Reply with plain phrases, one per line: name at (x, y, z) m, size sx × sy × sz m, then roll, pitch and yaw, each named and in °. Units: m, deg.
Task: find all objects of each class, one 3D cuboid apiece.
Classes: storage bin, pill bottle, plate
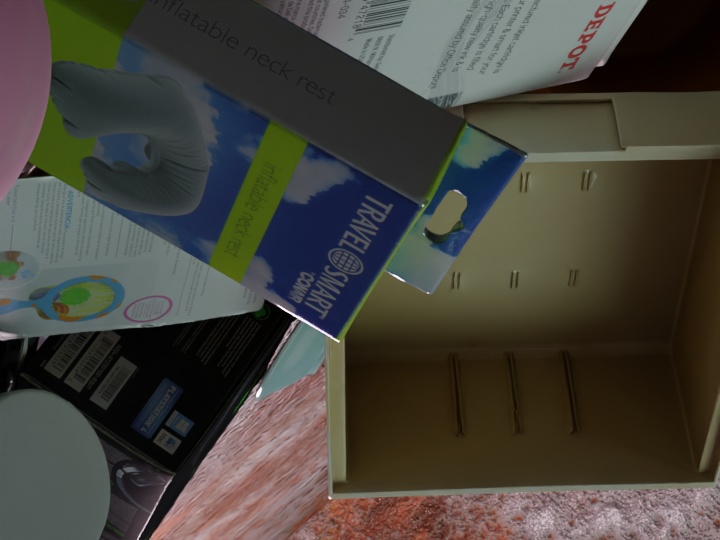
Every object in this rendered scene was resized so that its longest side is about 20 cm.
storage bin at (0.082, 0.014, 0.801) m, size 0.199 × 0.094 × 0.199 m, roll -1°, pitch 138°, yaw -1°
pill bottle at (-0.214, 0.113, 0.778) m, size 0.199 × 0.112 × 0.111 m, roll -16°, pitch -175°, yaw 38°
plate at (0.000, 0.000, 1.001) m, size 0.201 × 0.026 × 0.200 m, roll -56°, pitch 180°, yaw -1°

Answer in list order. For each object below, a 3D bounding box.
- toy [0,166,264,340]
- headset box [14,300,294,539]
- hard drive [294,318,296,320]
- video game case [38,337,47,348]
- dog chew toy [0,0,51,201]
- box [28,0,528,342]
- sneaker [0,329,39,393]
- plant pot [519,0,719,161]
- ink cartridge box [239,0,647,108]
toy at (-0.132, -0.019, 0.728) m, size 0.199 × 0.047 × 0.115 m, roll -9°, pitch 148°, yaw -23°
headset box at (-0.111, 0.057, 0.899) m, size 0.174 × 0.093 × 0.200 m, roll -56°, pitch 179°, yaw -33°
hard drive at (-0.009, -0.033, 1.113) m, size 0.140 × 0.033 × 0.200 m, roll -55°, pitch 174°, yaw 12°
video game case at (-0.134, -0.007, 0.985) m, size 0.200 × 0.018 × 0.143 m, roll -35°, pitch 167°, yaw -25°
dog chew toy at (-0.159, -0.069, 0.408) m, size 0.124 × 0.125 × 0.200 m, roll -40°, pitch 161°, yaw 3°
box at (-0.050, -0.050, 0.618) m, size 0.048 × 0.199 × 0.122 m, roll -61°, pitch -179°, yaw -30°
sneaker at (-0.199, 0.038, 0.845) m, size 0.079 × 0.074 × 0.200 m, roll -49°, pitch 180°, yaw -36°
plant pot at (0.145, -0.166, 0.874) m, size 0.200 × 0.200 × 0.183 m, roll -41°, pitch -176°, yaw 9°
ink cartridge box at (0.021, -0.131, 0.680) m, size 0.199 × 0.084 × 0.146 m, roll -14°, pitch 160°, yaw -21°
